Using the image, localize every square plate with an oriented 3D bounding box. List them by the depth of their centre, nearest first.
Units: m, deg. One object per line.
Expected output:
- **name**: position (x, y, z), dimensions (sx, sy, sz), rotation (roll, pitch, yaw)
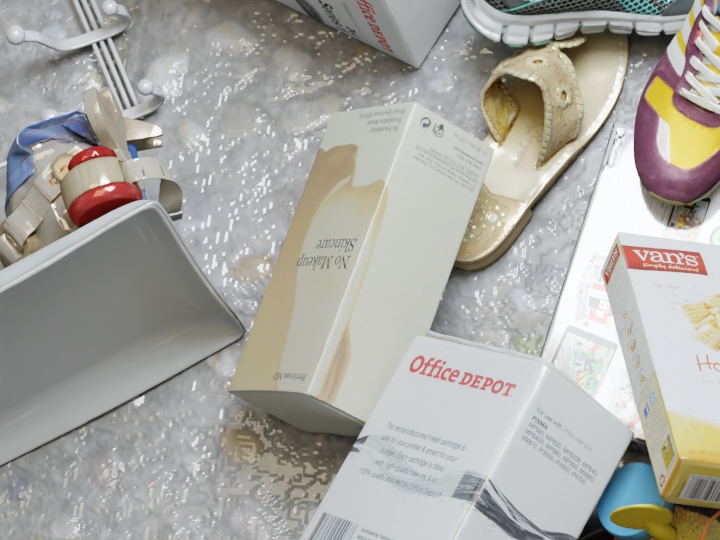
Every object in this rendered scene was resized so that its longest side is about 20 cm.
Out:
- **square plate**: position (-0.188, 0.039, 1.576), dimensions (0.200, 0.198, 0.028), rotation (-28, 62, 1)

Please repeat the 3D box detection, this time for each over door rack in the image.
- **over door rack**: position (-0.251, -0.137, 1.717), dimensions (0.200, 0.067, 0.148), rotation (-25, 68, 2)

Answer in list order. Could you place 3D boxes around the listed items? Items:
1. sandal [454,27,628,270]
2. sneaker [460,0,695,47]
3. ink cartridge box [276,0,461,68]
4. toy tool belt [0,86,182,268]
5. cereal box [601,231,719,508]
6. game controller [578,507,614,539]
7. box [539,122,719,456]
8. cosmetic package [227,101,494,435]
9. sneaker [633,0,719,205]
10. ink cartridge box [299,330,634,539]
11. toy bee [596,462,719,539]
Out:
- **sandal**: position (0.109, -0.101, 1.631), dimensions (0.077, 0.070, 0.212), rotation (27, 79, 18)
- **sneaker**: position (0.165, -0.202, 1.621), dimensions (0.199, 0.091, 0.078), rotation (-11, 47, -12)
- **ink cartridge box**: position (-0.036, -0.228, 1.662), dimensions (0.200, 0.146, 0.084), rotation (27, 82, 19)
- **toy tool belt**: position (-0.180, -0.056, 1.608), dimensions (0.125, 0.200, 0.123), rotation (-16, 69, -12)
- **cereal box**: position (0.227, 0.060, 1.467), dimensions (0.143, 0.040, 0.200), rotation (7, 40, -14)
- **game controller**: position (0.115, 0.202, 1.550), dimensions (0.200, 0.042, 0.105), rotation (-26, 83, 2)
- **box**: position (0.185, 0.014, 1.596), dimensions (0.110, 0.035, 0.201), rotation (15, 75, 16)
- **cosmetic package**: position (0.000, 0.000, 1.594), dimensions (0.105, 0.071, 0.200), rotation (-5, 61, 57)
- **sneaker**: position (0.224, -0.139, 1.567), dimensions (0.075, 0.090, 0.200), rotation (22, 80, 10)
- **ink cartridge box**: position (0.050, 0.147, 1.483), dimensions (0.144, 0.084, 0.200), rotation (11, 69, 58)
- **toy bee**: position (0.193, 0.139, 1.469), dimensions (0.109, 0.131, 0.201), rotation (6, 92, 41)
